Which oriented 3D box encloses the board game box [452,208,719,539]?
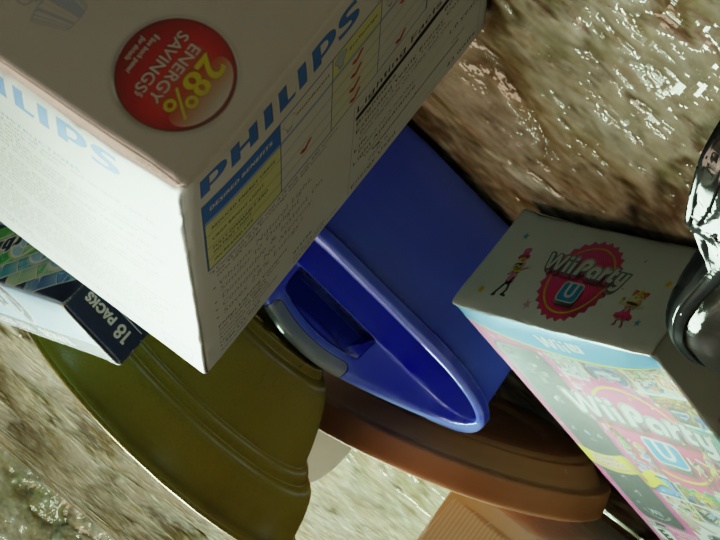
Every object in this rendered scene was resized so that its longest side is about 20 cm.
[{"bbox_3d":[0.156,0.067,1.158,0.200,0.064,0.147,50,161,-30],"label":"board game box"}]

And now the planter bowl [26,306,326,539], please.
[{"bbox_3d":[-0.078,0.049,1.272,0.200,0.083,0.200,43,-173,-7],"label":"planter bowl"}]

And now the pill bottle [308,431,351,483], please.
[{"bbox_3d":[-0.094,0.046,1.586,0.200,0.114,0.114,30,162,31],"label":"pill bottle"}]

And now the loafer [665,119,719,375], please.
[{"bbox_3d":[0.164,-0.001,0.941,0.072,0.073,0.200,30,164,16],"label":"loafer"}]

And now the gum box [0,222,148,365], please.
[{"bbox_3d":[-0.095,-0.055,1.146,0.045,0.200,0.170,48,163,-27],"label":"gum box"}]

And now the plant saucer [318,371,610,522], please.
[{"bbox_3d":[0.048,0.087,1.386,0.200,0.032,0.200,20,-172,-3],"label":"plant saucer"}]

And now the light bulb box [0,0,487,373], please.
[{"bbox_3d":[-0.050,-0.097,0.926,0.125,0.198,0.200,35,163,11],"label":"light bulb box"}]

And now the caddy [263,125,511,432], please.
[{"bbox_3d":[0.000,0.000,1.250,0.200,0.105,0.141,45,163,-16],"label":"caddy"}]

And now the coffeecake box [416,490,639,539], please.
[{"bbox_3d":[0.116,0.184,1.424,0.153,0.073,0.200,37,-172,10],"label":"coffeecake box"}]
